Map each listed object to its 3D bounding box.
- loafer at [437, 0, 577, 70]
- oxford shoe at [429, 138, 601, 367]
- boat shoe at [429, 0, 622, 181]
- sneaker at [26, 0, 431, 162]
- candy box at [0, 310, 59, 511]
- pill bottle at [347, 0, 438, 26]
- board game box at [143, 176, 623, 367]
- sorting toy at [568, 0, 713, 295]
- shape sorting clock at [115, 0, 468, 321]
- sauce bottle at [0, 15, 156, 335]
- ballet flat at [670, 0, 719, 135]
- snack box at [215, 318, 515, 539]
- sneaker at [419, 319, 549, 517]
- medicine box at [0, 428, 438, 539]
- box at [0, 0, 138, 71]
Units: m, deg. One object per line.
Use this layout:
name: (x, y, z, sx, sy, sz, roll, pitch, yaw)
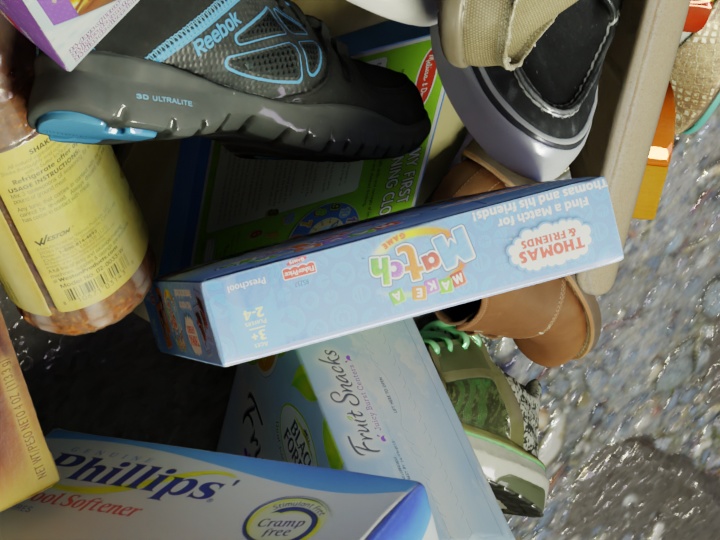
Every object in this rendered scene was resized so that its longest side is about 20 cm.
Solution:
loafer: (0.102, -0.149, 0.862, 0.200, 0.067, 0.076, -53, 161, -7)
oxford shoe: (0.065, 0.005, 1.136, 0.071, 0.071, 0.200, -48, 151, -9)
boat shoe: (0.079, -0.126, 0.946, 0.072, 0.200, 0.068, 27, 136, -20)
sneaker: (-0.040, -0.083, 0.886, 0.200, 0.073, 0.082, 5, 86, -53)
candy box: (-0.222, 0.066, 0.869, 0.200, 0.056, 0.117, -26, 110, -28)
pill bottle: (0.029, -0.202, 0.882, 0.116, 0.116, 0.200, 13, 112, -51)
board game box: (0.000, 0.000, 0.915, 0.151, 0.200, 0.037, -15, 92, -11)
sorting toy: (0.121, -0.114, 1.021, 0.036, 0.200, 0.185, 8, 124, -4)
shape sorting clock: (-0.028, -0.053, 1.019, 0.200, 0.039, 0.200, -24, 145, -19)
sauce bottle: (-0.133, -0.061, 0.878, 0.066, 0.066, 0.200, -36, 139, -18)
ballet flat: (0.175, -0.162, 1.133, 0.065, 0.071, 0.200, 19, 106, -24)
snack box: (-0.011, 0.122, 1.056, 0.068, 0.169, 0.200, -4, 136, -23)
sneaker: (0.035, 0.053, 1.180, 0.200, 0.077, 0.089, 43, 54, -49)
medicine box: (-0.054, 0.178, 0.944, 0.103, 0.182, 0.200, -49, 133, -44)
box: (-0.048, -0.165, 0.694, 0.200, 0.039, 0.137, -47, 163, -8)
